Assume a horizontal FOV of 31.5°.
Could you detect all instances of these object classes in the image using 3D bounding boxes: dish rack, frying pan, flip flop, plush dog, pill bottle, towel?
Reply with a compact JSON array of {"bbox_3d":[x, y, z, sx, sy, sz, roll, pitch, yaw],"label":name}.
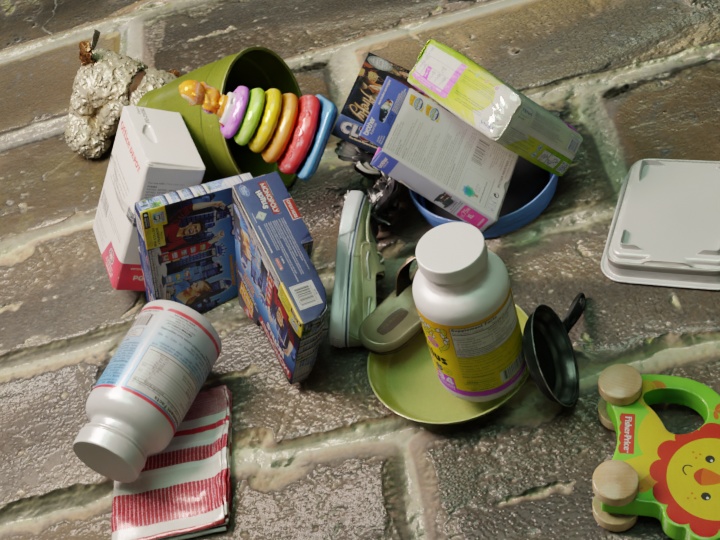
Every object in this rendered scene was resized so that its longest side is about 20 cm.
[{"bbox_3d":[0.387,-0.067,1.540,0.171,0.044,0.200,5,51,23],"label":"dish rack"},{"bbox_3d":[0.214,0.067,1.426,0.031,0.115,0.190,-19,40,28],"label":"frying pan"},{"bbox_3d":[0.069,0.017,1.516,0.081,0.058,0.200,28,61,38],"label":"flip flop"},{"bbox_3d":[-0.344,-0.270,1.940,0.171,0.161,0.200,15,50,1],"label":"plush dog"},{"bbox_3d":[-0.249,0.141,1.485,0.108,0.109,0.200,9,53,26],"label":"pill bottle"},{"bbox_3d":[0.115,0.044,1.371,0.104,0.200,0.104,-10,44,10],"label":"pill bottle"},{"bbox_3d":[-0.220,0.227,1.485,0.144,0.023,0.200,-14,45,8],"label":"towel"}]

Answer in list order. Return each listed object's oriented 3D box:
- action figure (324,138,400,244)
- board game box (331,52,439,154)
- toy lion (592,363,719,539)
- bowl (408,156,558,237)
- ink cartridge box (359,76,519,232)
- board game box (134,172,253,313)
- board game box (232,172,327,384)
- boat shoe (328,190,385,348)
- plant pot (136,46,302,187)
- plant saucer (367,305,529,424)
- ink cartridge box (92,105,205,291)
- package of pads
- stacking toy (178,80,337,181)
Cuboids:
[{"bbox_3d":[0.006,-0.120,1.678,0.102,0.119,0.200,16,40,-7],"label":"action figure"},{"bbox_3d":[0.048,-0.210,1.693,0.135,0.035,0.200,24,34,-4],"label":"board game box"},{"bbox_3d":[0.335,0.194,1.298,0.191,0.069,0.200,2,47,12],"label":"toy lion"},{"bbox_3d":[0.163,-0.121,1.673,0.200,0.039,0.201,-10,45,10],"label":"bowl"},{"bbox_3d":[0.094,-0.145,1.582,0.200,0.042,0.120,32,52,-11],"label":"ink cartridge box"},{"bbox_3d":[-0.182,-0.038,1.636,0.199,0.200,0.062,-17,43,-18],"label":"board game box"},{"bbox_3d":[-0.094,0.023,1.532,0.062,0.200,0.200,-19,64,-19],"label":"board game box"},{"bbox_3d":[0.000,0.000,1.573,0.062,0.072,0.201,5,76,1],"label":"boat shoe"},{"bbox_3d":[-0.209,-0.200,1.793,0.192,0.201,0.201,-4,45,32],"label":"plant pot"},{"bbox_3d":[0.108,0.105,1.480,0.199,0.031,0.200,-11,44,11],"label":"plant saucer"},{"bbox_3d":[-0.282,-0.095,1.685,0.084,0.200,0.145,3,36,-28],"label":"ink cartridge box"},{"bbox_3d":[0.168,-0.209,1.616,0.200,0.154,0.068,42,105,42],"label":"package of pads"},{"bbox_3d":[-0.139,-0.197,1.634,0.199,0.110,0.116,19,10,-18],"label":"stacking toy"}]
